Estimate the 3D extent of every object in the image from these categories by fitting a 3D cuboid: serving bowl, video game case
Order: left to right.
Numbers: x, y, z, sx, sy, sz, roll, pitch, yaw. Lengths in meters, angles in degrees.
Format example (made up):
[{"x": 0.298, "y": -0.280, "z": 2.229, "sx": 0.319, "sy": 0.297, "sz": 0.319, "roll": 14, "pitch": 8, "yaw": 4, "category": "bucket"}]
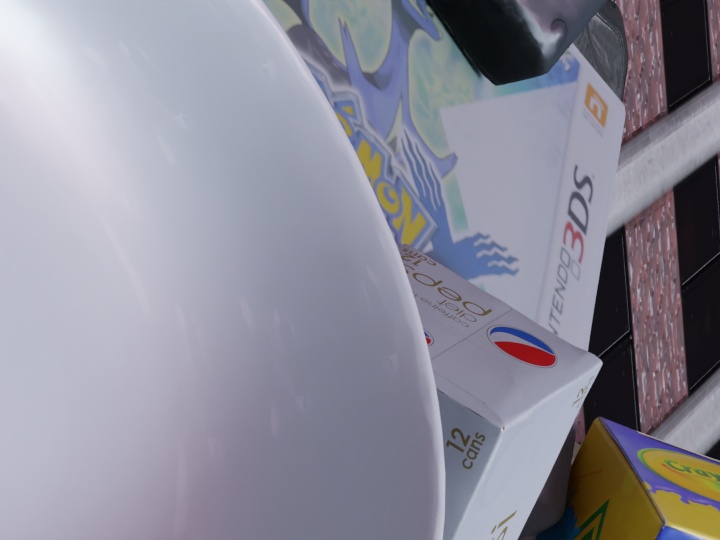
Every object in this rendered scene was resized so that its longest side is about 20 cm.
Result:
[{"x": -0.069, "y": 0.005, "z": 0.562, "sx": 0.200, "sy": 0.066, "sz": 0.201, "roll": 41, "pitch": 34, "yaw": -35, "category": "serving bowl"}, {"x": 0.006, "y": -0.052, "z": 0.832, "sx": 0.200, "sy": 0.022, "sz": 0.183, "roll": 47, "pitch": 36, "yaw": -28, "category": "video game case"}]

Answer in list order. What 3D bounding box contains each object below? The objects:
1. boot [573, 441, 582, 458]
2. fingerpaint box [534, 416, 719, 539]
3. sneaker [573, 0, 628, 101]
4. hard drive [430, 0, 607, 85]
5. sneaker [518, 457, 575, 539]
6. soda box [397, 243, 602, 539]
[{"x": 0.126, "y": 0.164, "z": 1.030, "sx": 0.181, "sy": 0.073, "sz": 0.201, "roll": 14, "pitch": 38, "yaw": -44, "category": "boot"}, {"x": 0.127, "y": 0.156, "z": 0.848, "sx": 0.168, "sy": 0.199, "sz": 0.073, "roll": -64, "pitch": -160, "yaw": 15, "category": "fingerpaint box"}, {"x": 0.050, "y": -0.090, "z": 0.994, "sx": 0.091, "sy": 0.066, "sz": 0.201, "roll": -67, "pitch": 151, "yaw": -44, "category": "sneaker"}, {"x": 0.061, "y": -0.172, "z": 0.879, "sx": 0.140, "sy": 0.033, "sz": 0.200, "roll": 53, "pitch": 54, "yaw": -20, "category": "hard drive"}, {"x": 0.078, "y": 0.079, "z": 0.937, "sx": 0.075, "sy": 0.115, "sz": 0.202, "roll": 11, "pitch": 58, "yaw": -52, "category": "sneaker"}, {"x": -0.013, "y": 0.098, "z": 0.760, "sx": 0.068, "sy": 0.063, "sz": 0.201, "roll": -27, "pitch": 144, "yaw": -61, "category": "soda box"}]
